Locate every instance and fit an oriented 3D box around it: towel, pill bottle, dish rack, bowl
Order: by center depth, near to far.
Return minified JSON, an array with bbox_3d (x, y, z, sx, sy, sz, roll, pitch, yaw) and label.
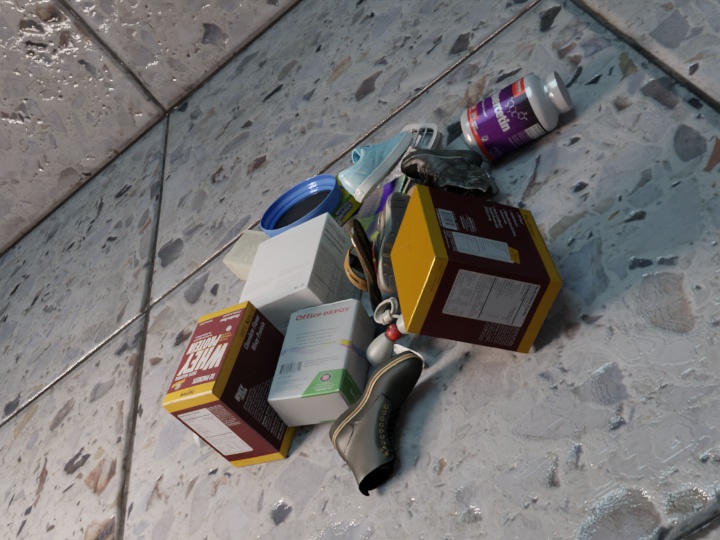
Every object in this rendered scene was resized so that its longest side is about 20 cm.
[{"bbox_3d":[0.296,-0.295,1.609,0.198,0.113,0.114,-26,34,27],"label":"pill bottle"},{"bbox_3d":[0.031,-0.114,1.682,0.146,0.023,0.199,-64,16,-11],"label":"towel"},{"bbox_3d":[0.099,-0.201,1.742,0.203,0.043,0.171,-65,25,-3],"label":"dish rack"},{"bbox_3d":[-0.129,-0.137,1.875,0.198,0.040,0.202,-27,27,15],"label":"bowl"}]

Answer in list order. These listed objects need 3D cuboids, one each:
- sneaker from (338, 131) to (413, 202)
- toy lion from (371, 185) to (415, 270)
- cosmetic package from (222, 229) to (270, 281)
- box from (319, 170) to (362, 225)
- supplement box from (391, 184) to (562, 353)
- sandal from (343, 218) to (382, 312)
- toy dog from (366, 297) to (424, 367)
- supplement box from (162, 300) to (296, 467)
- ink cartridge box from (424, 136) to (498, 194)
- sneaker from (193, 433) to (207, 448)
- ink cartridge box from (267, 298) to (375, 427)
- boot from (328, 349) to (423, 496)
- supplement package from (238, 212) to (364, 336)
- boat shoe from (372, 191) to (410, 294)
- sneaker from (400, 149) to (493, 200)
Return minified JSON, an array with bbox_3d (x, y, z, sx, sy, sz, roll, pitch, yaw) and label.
[{"bbox_3d":[0.030,-0.225,1.663,0.200,0.082,0.074,-49,-2,-36],"label":"sneaker"},{"bbox_3d":[0.084,-0.044,1.591,0.192,0.068,0.202,-49,34,22],"label":"toy lion"},{"bbox_3d":[-0.220,-0.028,1.934,0.104,0.073,0.198,-53,32,-17],"label":"cosmetic package"},{"bbox_3d":[-0.058,-0.148,1.916,0.200,0.048,0.117,-45,30,-4],"label":"box"},{"bbox_3d":[0.167,-0.004,1.277,0.199,0.196,0.135,-98,23,-54],"label":"supplement box"},{"bbox_3d":[0.000,0.000,1.514,0.053,0.202,0.083,-12,45,3],"label":"sandal"},{"bbox_3d":[0.104,0.095,1.411,0.199,0.096,0.134,-34,31,45],"label":"toy dog"},{"bbox_3d":[-0.212,0.204,1.515,0.131,0.200,0.200,-18,39,35],"label":"supplement box"},{"bbox_3d":[0.165,-0.161,1.671,0.172,0.044,0.201,-37,31,10],"label":"ink cartridge box"},{"bbox_3d":[-0.281,0.275,1.661,0.080,0.075,0.201,-10,28,-4],"label":"sneaker"},{"bbox_3d":[-0.064,0.160,1.483,0.143,0.088,0.203,-12,44,24],"label":"ink cartridge box"},{"bbox_3d":[0.047,0.237,1.308,0.201,0.077,0.139,-53,33,11],"label":"boot"},{"bbox_3d":[-0.112,0.033,1.656,0.189,0.147,0.202,-21,37,31],"label":"supplement package"},{"bbox_3d":[0.061,-0.042,1.518,0.073,0.073,0.203,132,154,-55],"label":"boat shoe"},{"bbox_3d":[0.156,-0.171,1.578,0.196,0.060,0.106,-1,54,27],"label":"sneaker"}]
